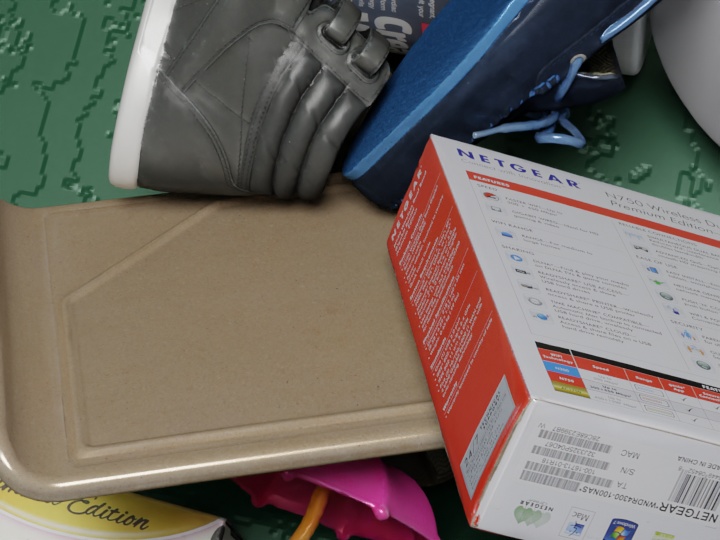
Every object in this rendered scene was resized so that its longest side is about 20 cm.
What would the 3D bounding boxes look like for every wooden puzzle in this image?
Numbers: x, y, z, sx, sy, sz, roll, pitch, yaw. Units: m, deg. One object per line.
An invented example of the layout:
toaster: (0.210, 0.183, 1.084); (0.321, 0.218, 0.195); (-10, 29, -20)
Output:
wooden puzzle: (-0.039, 0.021, 0.724); (0.198, 0.038, 0.185); (-3, 32, -11)

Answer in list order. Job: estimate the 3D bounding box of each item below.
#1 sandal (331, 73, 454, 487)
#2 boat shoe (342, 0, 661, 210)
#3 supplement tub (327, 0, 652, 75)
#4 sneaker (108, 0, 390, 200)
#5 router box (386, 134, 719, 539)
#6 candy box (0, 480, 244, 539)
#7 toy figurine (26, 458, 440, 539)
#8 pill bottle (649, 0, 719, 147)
sandal: (0.000, 0.000, 0.829); (0.081, 0.055, 0.201); (-16, 72, -14)
boat shoe: (0.077, -0.086, 0.732); (0.069, 0.084, 0.200); (39, 117, -19)
supplement tub: (0.031, -0.160, 0.830); (0.198, 0.140, 0.142); (12, 74, 11)
sneaker: (-0.028, -0.119, 0.753); (0.098, 0.071, 0.202); (13, 103, -4)
router box: (0.119, 0.037, 0.666); (0.198, 0.180, 0.049); (15, 116, -16)
candy box: (-0.139, 0.182, 0.785); (0.135, 0.061, 0.202); (13, 74, 10)
toy figurine: (-0.048, 0.140, 0.707); (0.183, 0.150, 0.201); (-28, 98, -18)
pill bottle: (0.222, -0.131, 0.797); (0.199, 0.114, 0.115); (-34, 71, -14)
